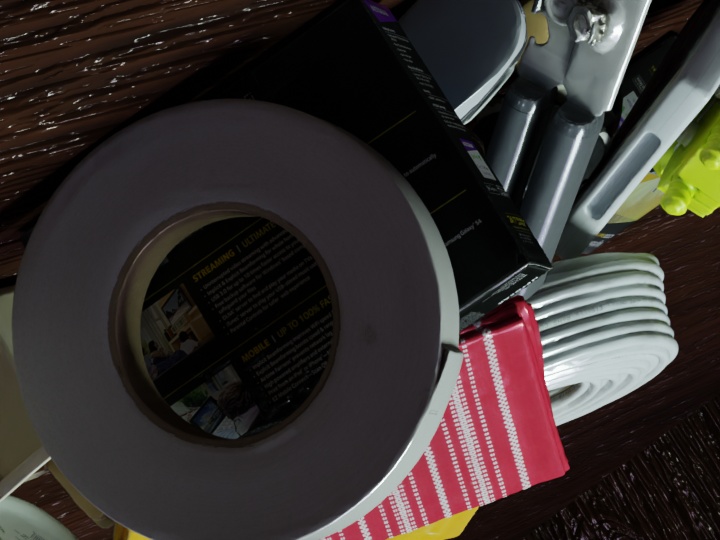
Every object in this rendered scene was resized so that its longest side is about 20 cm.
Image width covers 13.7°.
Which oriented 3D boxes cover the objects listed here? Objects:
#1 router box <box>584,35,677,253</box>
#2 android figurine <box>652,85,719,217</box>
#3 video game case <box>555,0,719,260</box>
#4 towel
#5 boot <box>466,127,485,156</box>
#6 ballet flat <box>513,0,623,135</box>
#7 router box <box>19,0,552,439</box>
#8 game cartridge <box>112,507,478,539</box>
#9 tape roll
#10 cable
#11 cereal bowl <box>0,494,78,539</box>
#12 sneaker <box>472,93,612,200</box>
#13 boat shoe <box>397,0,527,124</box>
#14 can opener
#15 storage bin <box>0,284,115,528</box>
[{"bbox_3d":[0.169,-0.076,1.897,0.157,0.052,0.200,-35,169,15],"label":"router box"},{"bbox_3d":[0.216,-0.108,1.634,0.200,0.041,0.182,-58,-178,-36],"label":"android figurine"},{"bbox_3d":[0.182,-0.117,1.611,0.200,0.023,0.182,-55,180,-34],"label":"video game case"},{"bbox_3d":[0.003,0.090,1.503,0.199,0.023,0.145,-19,140,-1],"label":"towel"},{"bbox_3d":[0.000,0.000,1.479,0.200,0.097,0.075,-28,138,-22],"label":"boot"},{"bbox_3d":[0.116,-0.108,1.581,0.069,0.063,0.200,-34,169,2],"label":"ballet flat"},{"bbox_3d":[-0.035,-0.008,1.372,0.200,0.149,0.051,-34,168,12],"label":"router box"},{"bbox_3d":[-0.034,0.134,1.629,0.199,0.033,0.176,-6,164,-8],"label":"game cartridge"},{"bbox_3d":[-0.055,0.025,1.326,0.202,0.203,0.037,-34,169,10],"label":"tape roll"},{"bbox_3d":[0.078,0.052,1.652,0.200,0.069,0.200,-25,166,22],"label":"cable"},{"bbox_3d":[-0.202,0.183,1.643,0.083,0.200,0.200,-51,162,23],"label":"cereal bowl"},{"bbox_3d":[0.075,-0.030,1.614,0.200,0.076,0.088,145,-38,-69],"label":"sneaker"},{"bbox_3d":[-0.001,-0.063,1.435,0.199,0.074,0.068,-46,167,0],"label":"boat shoe"},{"bbox_3d":[0.100,-0.077,1.488,0.066,0.053,0.200,-32,146,-54],"label":"can opener"},{"bbox_3d":[-0.168,0.080,1.539,0.198,0.094,0.200,-40,167,35],"label":"storage bin"}]
